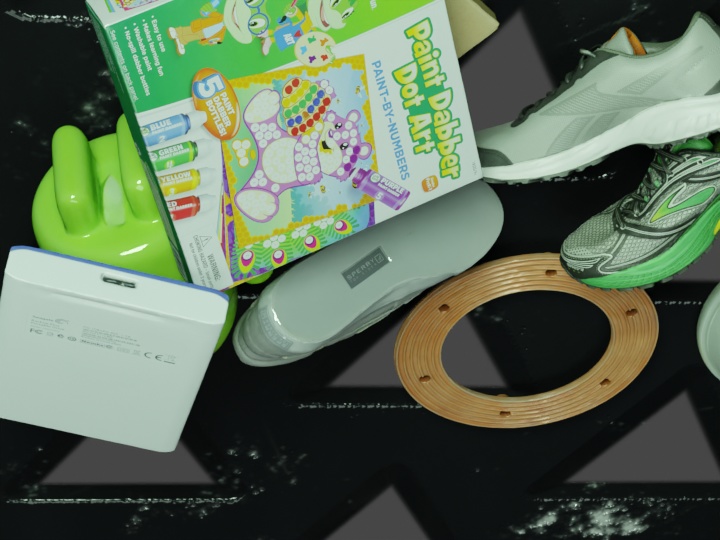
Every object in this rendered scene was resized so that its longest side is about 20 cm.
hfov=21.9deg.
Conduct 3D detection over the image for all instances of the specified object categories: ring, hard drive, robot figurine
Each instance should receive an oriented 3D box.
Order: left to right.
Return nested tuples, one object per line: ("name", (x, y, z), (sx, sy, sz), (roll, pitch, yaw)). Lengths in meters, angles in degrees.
("hard drive", (-0.165, 0.054, 1.176), (0.132, 0.025, 0.200), (13, 150, -8))
("robot figurine", (-0.145, -0.009, 1.220), (0.175, 0.116, 0.200), (-14, 139, -2))
("ring", (0.124, 0.052, 1.400), (0.200, 0.019, 0.201), (-4, 139, -4))

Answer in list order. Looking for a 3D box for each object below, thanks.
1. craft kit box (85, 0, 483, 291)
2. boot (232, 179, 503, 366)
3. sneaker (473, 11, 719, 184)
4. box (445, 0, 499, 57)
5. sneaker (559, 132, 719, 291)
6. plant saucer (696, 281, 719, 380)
("craft kit box", (-0.038, -0.104, 1.099), (0.197, 0.049, 0.200), (-26, 128, -13))
("boot", (0.000, 0.000, 1.263), (0.200, 0.074, 0.096), (-28, 179, -28))
("sneaker", (0.150, -0.109, 1.197), (0.200, 0.074, 0.079), (-17, 102, 22))
("box", (-0.039, -0.162, 1.135), (0.163, 0.021, 0.200), (-33, 131, 26))
("sneaker", (0.214, -0.062, 1.254), (0.200, 0.078, 0.085), (-37, 124, 17))
("plant saucer", (0.357, 0.048, 1.405), (0.200, 0.050, 0.200), (-4, 138, -4))
